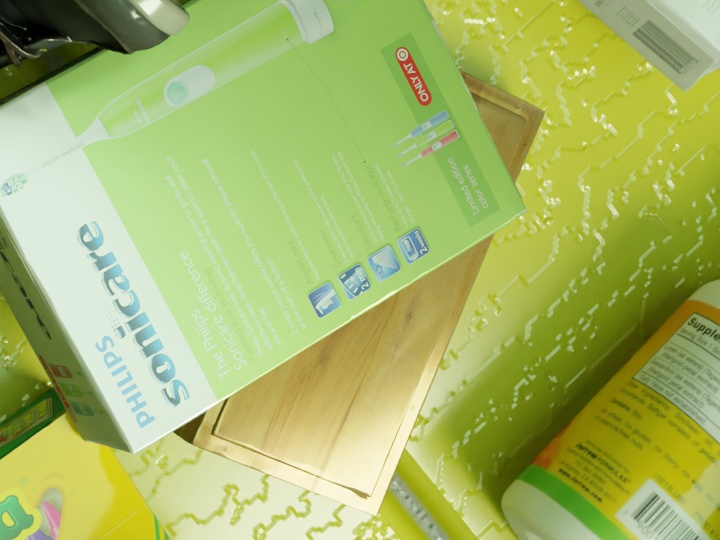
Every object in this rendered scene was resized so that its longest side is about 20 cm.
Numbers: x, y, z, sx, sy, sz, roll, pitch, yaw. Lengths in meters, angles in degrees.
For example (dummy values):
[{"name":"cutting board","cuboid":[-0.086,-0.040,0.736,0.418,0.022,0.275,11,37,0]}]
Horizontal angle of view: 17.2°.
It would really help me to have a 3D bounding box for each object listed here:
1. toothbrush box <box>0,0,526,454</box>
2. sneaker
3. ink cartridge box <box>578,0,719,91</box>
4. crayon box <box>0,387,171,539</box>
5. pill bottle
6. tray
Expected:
[{"name":"toothbrush box","cuboid":[-0.056,-0.038,0.986,0.199,0.086,0.146,-32,100,-18]},{"name":"sneaker","cuboid":[-0.143,-0.096,0.927,0.106,0.200,0.075,-47,121,-8]},{"name":"ink cartridge box","cuboid":[0.149,-0.217,1.071,0.175,0.084,0.200,40,83,-2]},{"name":"crayon box","cuboid":[-0.162,0.179,1.034,0.200,0.058,0.173,-36,109,-13]},{"name":"pill bottle","cuboid":[0.171,0.076,1.119,0.200,0.111,0.111,-45,110,-10]},{"name":"tray","cuboid":[0.000,0.000,1.083,0.098,0.037,0.201,23,89,-23]}]
